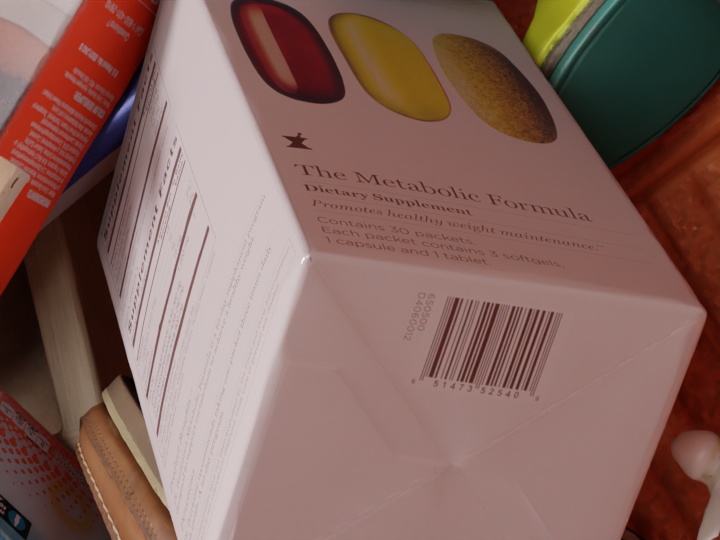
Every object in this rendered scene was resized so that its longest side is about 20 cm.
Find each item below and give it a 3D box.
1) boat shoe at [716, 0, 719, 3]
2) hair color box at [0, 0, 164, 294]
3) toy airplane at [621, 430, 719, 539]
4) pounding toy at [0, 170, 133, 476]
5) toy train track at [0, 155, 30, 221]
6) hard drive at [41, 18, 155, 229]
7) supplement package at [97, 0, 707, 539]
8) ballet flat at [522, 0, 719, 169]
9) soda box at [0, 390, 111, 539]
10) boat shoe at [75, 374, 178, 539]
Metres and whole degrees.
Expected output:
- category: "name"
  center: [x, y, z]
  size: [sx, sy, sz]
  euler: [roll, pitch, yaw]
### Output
- category: "boat shoe"
  center: [0.147, -0.057, 0.645]
  size: [0.200, 0.069, 0.057]
  euler: [31, 97, 42]
- category: "hair color box"
  center: [-0.152, -0.043, 0.738]
  size: [0.111, 0.064, 0.200]
  euler: [30, 89, 17]
- category: "toy airplane"
  center: [0.099, 0.143, 0.681]
  size: [0.199, 0.141, 0.201]
  euler: [-19, 75, 26]
- category: "pounding toy"
  center: [-0.177, 0.017, 0.868]
  size: [0.199, 0.142, 0.185]
  euler: [-17, 76, 10]
- category: "toy train track"
  center: [-0.183, -0.073, 0.703]
  size: [0.200, 0.033, 0.115]
  euler: [34, 89, 18]
- category: "hard drive"
  center: [-0.160, -0.051, 0.788]
  size: [0.200, 0.025, 0.132]
  euler: [-39, 73, 4]
- category: "supplement package"
  center: [0.000, 0.000, 0.684]
  size: [0.200, 0.113, 0.110]
  euler: [-116, 39, -57]
- category: "ballet flat"
  center: [0.110, -0.114, 0.760]
  size: [0.200, 0.067, 0.067]
  euler: [-48, 43, 13]
- category: "soda box"
  center: [-0.072, 0.136, 0.758]
  size: [0.064, 0.068, 0.200]
  euler: [-39, 107, 20]
- category: "boat shoe"
  center: [-0.042, 0.112, 0.678]
  size: [0.068, 0.072, 0.200]
  euler: [-44, 48, 8]
